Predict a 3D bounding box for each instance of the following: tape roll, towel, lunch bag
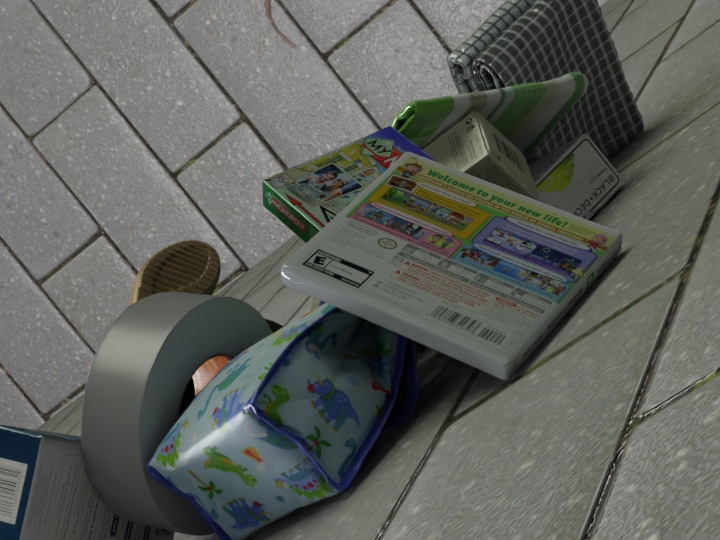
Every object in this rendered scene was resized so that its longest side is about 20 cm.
[{"bbox_3d":[-0.146,0.119,1.552,0.066,0.201,0.200,5,33,32],"label":"tape roll"},{"bbox_3d":[0.185,-0.170,1.807,0.085,0.200,0.166,7,44,44],"label":"towel"},{"bbox_3d":[0.094,-0.124,1.651,0.199,0.031,0.149,-11,-25,-35],"label":"towel"},{"bbox_3d":[-0.049,0.101,1.466,0.170,0.127,0.200,-31,20,46],"label":"lunch bag"}]

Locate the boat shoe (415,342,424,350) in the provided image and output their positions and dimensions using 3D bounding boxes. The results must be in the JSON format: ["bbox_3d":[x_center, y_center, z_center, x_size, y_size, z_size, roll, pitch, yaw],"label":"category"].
[{"bbox_3d":[0.018,0.063,1.673,0.200,0.070,0.066,-29,8,20],"label":"boat shoe"}]

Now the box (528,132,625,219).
[{"bbox_3d":[0.143,-0.046,1.716,0.117,0.060,0.200,-43,7,-28],"label":"box"}]

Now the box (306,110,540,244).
[{"bbox_3d":[0.053,-0.043,1.609,0.200,0.082,0.069,-35,38,19],"label":"box"}]

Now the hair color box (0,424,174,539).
[{"bbox_3d":[-0.233,0.191,1.547,0.060,0.100,0.200,9,-6,33],"label":"hair color box"}]

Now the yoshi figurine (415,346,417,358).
[{"bbox_3d":[0.051,0.051,1.542,0.200,0.112,0.112,-12,65,46],"label":"yoshi figurine"}]

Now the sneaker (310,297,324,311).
[{"bbox_3d":[0.001,0.000,1.757,0.076,0.201,0.111,-2,31,-22],"label":"sneaker"}]

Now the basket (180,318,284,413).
[{"bbox_3d":[-0.121,0.107,1.755,0.136,0.181,0.200,-20,0,9],"label":"basket"}]

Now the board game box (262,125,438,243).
[{"bbox_3d":[0.031,-0.037,1.480,0.134,0.200,0.029,-26,-44,-28],"label":"board game box"}]

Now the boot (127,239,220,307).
[{"bbox_3d":[-0.210,0.078,1.830,0.200,0.072,0.167,-59,-7,-44],"label":"boot"}]

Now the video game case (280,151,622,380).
[{"bbox_3d":[0.071,-0.009,1.407,0.182,0.199,0.022,-44,-34,-41],"label":"video game case"}]
